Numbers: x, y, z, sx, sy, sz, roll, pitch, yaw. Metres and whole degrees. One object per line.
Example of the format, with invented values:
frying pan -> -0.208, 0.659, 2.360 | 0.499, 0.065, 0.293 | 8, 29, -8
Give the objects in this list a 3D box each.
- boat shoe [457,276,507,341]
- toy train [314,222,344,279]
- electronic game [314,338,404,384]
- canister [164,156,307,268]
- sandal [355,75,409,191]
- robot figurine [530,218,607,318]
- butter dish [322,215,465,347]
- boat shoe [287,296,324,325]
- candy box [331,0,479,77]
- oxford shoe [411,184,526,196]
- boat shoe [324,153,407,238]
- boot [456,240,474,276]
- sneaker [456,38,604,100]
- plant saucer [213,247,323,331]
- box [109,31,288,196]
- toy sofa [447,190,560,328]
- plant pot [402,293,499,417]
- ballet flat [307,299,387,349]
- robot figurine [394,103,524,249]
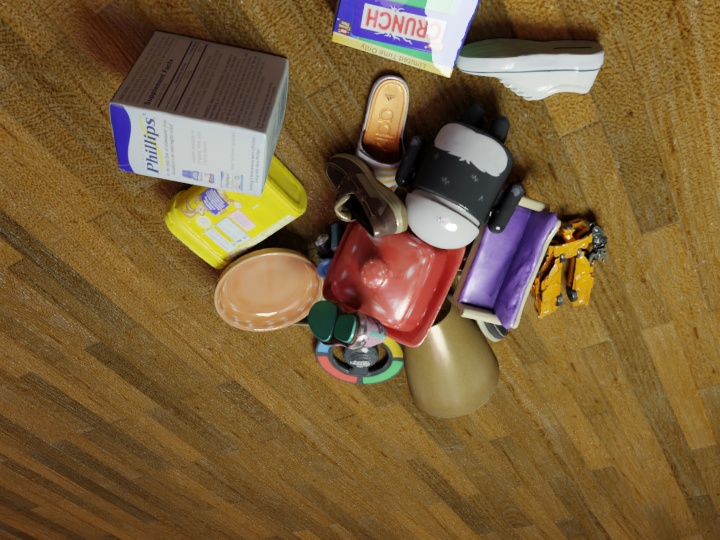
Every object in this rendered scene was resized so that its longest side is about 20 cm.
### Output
boat shoe -> 0.240, 0.056, 1.139 | 0.064, 0.073, 0.201 | -16, 125, 27
toy train -> 0.000, 0.000, 1.102 | 0.113, 0.088, 0.201 | -25, 126, 15
electronic game -> 0.000, 0.177, 1.300 | 0.195, 0.042, 0.203 | 2, 135, 2
canister -> -0.203, -0.105, 1.014 | 0.198, 0.088, 0.148 | -28, 126, 27
sandal -> 0.030, -0.188, 0.928 | 0.077, 0.060, 0.209 | 6, 135, 0
robot figurine -> 0.349, -0.007, 1.063 | 0.142, 0.059, 0.202 | -16, 133, -2
butter dish -> 0.036, 0.001, 0.946 | 0.197, 0.148, 0.203 | 27, 100, 14
boat shoe -> -0.155, 0.073, 1.198 | 0.195, 0.064, 0.074 | -2, 135, 8
candy box -> 0.065, -0.361, 0.743 | 0.165, 0.078, 0.202 | 13, 135, -8
oxford shoe -> 0.178, -0.100, 0.989 | 0.195, 0.073, 0.072 | 6, 133, -1
boat shoe -> -0.010, -0.110, 0.918 | 0.071, 0.200, 0.073 | -26, 138, -20
boot -> 0.189, -0.015, 1.043 | 0.197, 0.077, 0.074 | -25, 148, 15
sneaker -> 0.224, -0.264, 0.824 | 0.195, 0.074, 0.072 | 3, 130, 2
plant saucer -> -0.164, 0.031, 1.099 | 0.196, 0.038, 0.203 | -11, 137, -10
box -> -0.210, -0.216, 0.838 | 0.195, 0.186, 0.106 | 11, 137, -5
toy sofa -> 0.217, -0.018, 0.944 | 0.081, 0.098, 0.204 | 13, 106, -23
plant pot -> 0.149, 0.137, 1.147 | 0.182, 0.189, 0.202 | -12, 131, 17
ballet flat -> -0.019, 0.089, 0.940 | 0.070, 0.071, 0.199 | 20, 173, -24
robot figurine -> 0.143, -0.130, 0.885 | 0.124, 0.149, 0.203 | 27, 90, -41
